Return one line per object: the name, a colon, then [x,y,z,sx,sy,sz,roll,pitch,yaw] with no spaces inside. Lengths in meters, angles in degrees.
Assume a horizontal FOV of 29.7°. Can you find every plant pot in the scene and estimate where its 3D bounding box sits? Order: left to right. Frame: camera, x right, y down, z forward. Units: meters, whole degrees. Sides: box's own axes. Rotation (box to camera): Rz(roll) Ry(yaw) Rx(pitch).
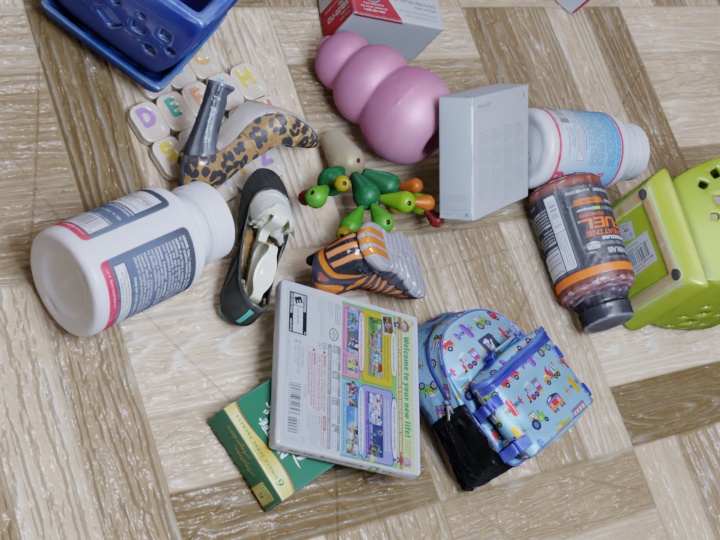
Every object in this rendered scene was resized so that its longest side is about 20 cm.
plant pot: [-0.240,-0.336,1.555,0.200,0.180,0.200,36,52,-6]
plant pot: [0.438,-0.030,1.851,0.181,0.200,0.200,-7,71,-30]

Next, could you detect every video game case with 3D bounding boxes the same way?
video game case: [-0.015,0.122,1.521,0.181,0.022,0.201,16,56,-25]

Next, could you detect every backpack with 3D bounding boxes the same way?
backpack: [0.152,0.129,1.615,0.182,0.135,0.200,-28,81,-40]

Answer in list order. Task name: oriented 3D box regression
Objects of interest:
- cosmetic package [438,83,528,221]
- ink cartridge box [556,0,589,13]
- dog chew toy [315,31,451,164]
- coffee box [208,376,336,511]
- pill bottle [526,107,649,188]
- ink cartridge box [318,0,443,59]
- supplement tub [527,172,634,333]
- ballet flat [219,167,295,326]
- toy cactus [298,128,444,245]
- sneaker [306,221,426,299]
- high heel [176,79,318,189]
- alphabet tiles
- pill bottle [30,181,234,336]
cosmetic package: [0.159,-0.155,1.730,0.200,0.051,0.152,-24,118,-61]
ink cartridge box: [0.350,-0.528,2.074,0.145,0.145,0.200,41,50,-9]
dog chew toy: [0.023,-0.227,1.722,0.200,0.125,0.124,41,48,15]
coffee box: [-0.059,0.166,1.512,0.200,0.044,0.123,-28,84,-40]
pill bottle: [0.301,-0.166,1.880,0.199,0.109,0.109,-1,68,-34]
ink cartridge box: [0.018,-0.398,1.826,0.144,0.084,0.201,4,64,-31]
supplement tub: [0.299,-0.022,1.807,0.107,0.107,0.201,-5,70,-35]
ballet flat: [-0.107,-0.031,1.548,0.068,0.068,0.201,22,65,-29]
toy cactus: [-0.002,-0.101,1.673,0.199,0.102,0.165,-7,52,-33]
sneaker: [0.000,0.000,1.619,0.200,0.112,0.078,34,39,-60]
high heel: [-0.133,-0.131,1.611,0.200,0.071,0.143,17,91,-49]
alphabet tiles: [-0.180,-0.181,1.629,0.200,0.015,0.196,-29,84,-39]
pill bottle: [-0.235,-0.020,1.442,0.200,0.120,0.120,-27,83,-40]
